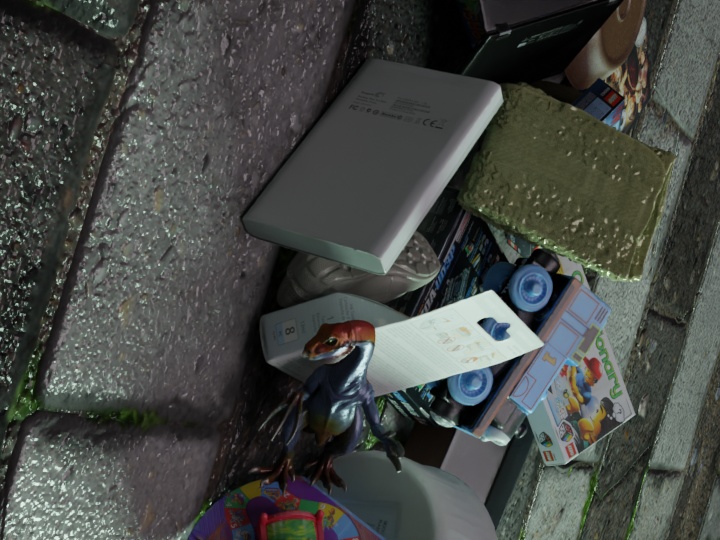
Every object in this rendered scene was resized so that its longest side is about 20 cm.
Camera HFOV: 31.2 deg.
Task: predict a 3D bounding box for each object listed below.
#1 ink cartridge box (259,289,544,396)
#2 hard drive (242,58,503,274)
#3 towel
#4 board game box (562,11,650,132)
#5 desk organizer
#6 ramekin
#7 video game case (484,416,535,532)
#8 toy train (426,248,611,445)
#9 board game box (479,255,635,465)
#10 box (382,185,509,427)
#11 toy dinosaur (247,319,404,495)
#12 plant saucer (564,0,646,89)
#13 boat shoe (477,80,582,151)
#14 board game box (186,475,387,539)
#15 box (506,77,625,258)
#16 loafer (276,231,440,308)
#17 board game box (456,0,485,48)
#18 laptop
[{"bbox_3d":[0.038,0.052,1.093,0.160,0.199,0.047,39,36,-59],"label":"ink cartridge box"},{"bbox_3d":[0.012,-0.090,1.040,0.200,0.131,0.026,-55,145,-29],"label":"hard drive"},{"bbox_3d":[0.201,-0.083,1.245,0.036,0.199,0.149,144,-32,-74],"label":"towel"},{"bbox_3d":[0.292,-0.207,1.551,0.200,0.034,0.136,-52,143,-33],"label":"board game box"},{"bbox_3d":[0.120,0.138,1.363,0.072,0.077,0.201,33,73,-29],"label":"desk organizer"},{"bbox_3d":[0.015,0.259,1.157,0.098,0.200,0.201,40,69,-49],"label":"ramekin"},{"bbox_3d":[0.160,0.228,1.449,0.181,0.025,0.201,-47,157,-75],"label":"video game case"},{"bbox_3d":[0.149,0.078,1.248,0.114,0.087,0.200,37,80,-18],"label":"toy train"},{"bbox_3d":[0.207,0.086,1.347,0.126,0.035,0.201,-26,97,-39],"label":"board game box"},{"bbox_3d":[0.074,0.038,1.291,0.201,0.046,0.159,-64,149,-16],"label":"box"},{"bbox_3d":[-0.033,0.099,1.053,0.200,0.105,0.182,-109,-145,-60],"label":"toy dinosaur"},{"bbox_3d":[0.273,-0.295,1.406,0.200,0.037,0.201,-35,132,-51],"label":"plant saucer"},{"bbox_3d":[0.177,-0.155,1.356,0.201,0.072,0.066,-22,132,-53],"label":"boat shoe"},{"bbox_3d":[-0.045,0.244,1.038,0.158,0.200,0.039,-44,163,-35],"label":"board game box"},{"bbox_3d":[0.215,-0.101,1.372,0.137,0.038,0.200,-45,161,-11],"label":"box"},{"bbox_3d":[0.000,0.000,1.137,0.070,0.070,0.200,-40,160,31],"label":"loafer"},{"bbox_3d":[0.163,-0.309,1.284,0.200,0.034,0.136,-59,147,-23],"label":"board game box"},{"bbox_3d":[0.146,-0.267,1.214,0.187,0.116,0.200,-22,162,-33],"label":"laptop"}]
